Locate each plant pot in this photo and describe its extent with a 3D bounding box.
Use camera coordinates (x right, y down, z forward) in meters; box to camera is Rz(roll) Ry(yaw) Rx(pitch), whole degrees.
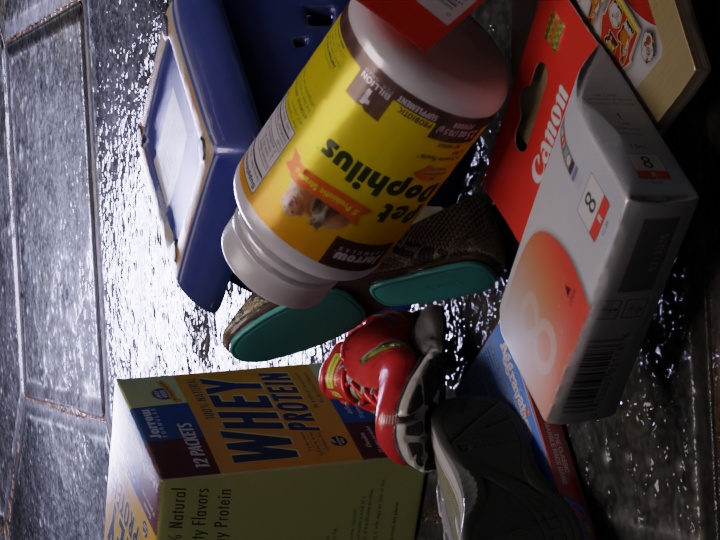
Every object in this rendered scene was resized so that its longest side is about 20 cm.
[{"bbox_3d":[-0.049,-0.091,1.431,0.200,0.179,0.201,111,147,-48],"label":"plant pot"}]

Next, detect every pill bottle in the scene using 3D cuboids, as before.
[{"bbox_3d":[-0.004,-0.071,1.239,0.200,0.109,0.110,-53,41,33],"label":"pill bottle"}]

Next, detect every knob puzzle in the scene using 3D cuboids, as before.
[{"bbox_3d":[0.134,-0.133,1.141,0.219,0.030,0.221,176,90,-69],"label":"knob puzzle"}]

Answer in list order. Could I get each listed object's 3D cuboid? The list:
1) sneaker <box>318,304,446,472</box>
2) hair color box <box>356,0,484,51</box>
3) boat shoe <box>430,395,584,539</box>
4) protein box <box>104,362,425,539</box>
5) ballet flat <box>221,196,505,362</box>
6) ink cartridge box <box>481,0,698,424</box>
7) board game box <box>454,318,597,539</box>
[{"bbox_3d":[0.014,0.078,1.344,0.200,0.084,0.077,-81,-10,-75],"label":"sneaker"},{"bbox_3d":[0.046,-0.233,1.189,0.111,0.064,0.200,-40,32,26],"label":"hair color box"},{"bbox_3d":[0.084,0.158,1.217,0.202,0.074,0.065,-113,20,-51],"label":"boat shoe"},{"bbox_3d":[-0.077,0.189,1.517,0.135,0.199,0.199,-125,37,-54],"label":"protein box"},{"bbox_3d":[0.000,0.000,1.344,0.068,0.199,0.076,48,-152,-52],"label":"ballet flat"},{"bbox_3d":[0.104,-0.043,1.124,0.200,0.050,0.163,-118,32,-41],"label":"ink cartridge box"},{"bbox_3d":[0.106,0.137,1.275,0.103,0.019,0.201,116,145,-55],"label":"board game box"}]
